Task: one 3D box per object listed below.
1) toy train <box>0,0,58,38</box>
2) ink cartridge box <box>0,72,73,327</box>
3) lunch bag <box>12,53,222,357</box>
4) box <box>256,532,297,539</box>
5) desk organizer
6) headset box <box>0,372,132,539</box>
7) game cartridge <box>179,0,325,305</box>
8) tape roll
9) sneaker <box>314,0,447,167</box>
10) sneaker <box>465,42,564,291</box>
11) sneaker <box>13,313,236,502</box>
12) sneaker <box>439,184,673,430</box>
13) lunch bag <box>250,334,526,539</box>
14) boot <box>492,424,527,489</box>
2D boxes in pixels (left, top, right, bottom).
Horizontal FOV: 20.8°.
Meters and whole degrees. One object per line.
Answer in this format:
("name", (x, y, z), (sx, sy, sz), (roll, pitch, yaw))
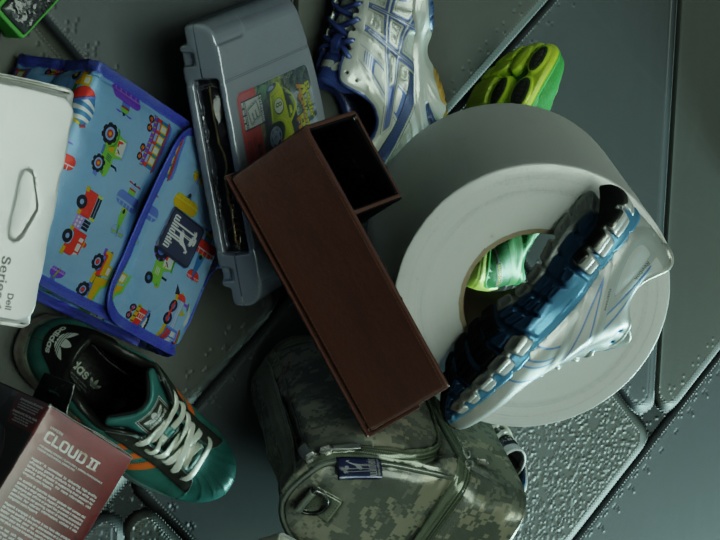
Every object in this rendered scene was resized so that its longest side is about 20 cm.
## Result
("toy train", (-0.185, -0.234, 1.329), (0.042, 0.056, 0.200), (47, 72, -28))
("ink cartridge box", (-0.265, -0.052, 1.216), (0.084, 0.200, 0.146), (11, 90, -33))
("lunch bag", (-0.166, -0.038, 1.360), (0.200, 0.094, 0.151), (30, 75, -45))
("box", (-0.097, 0.246, 1.359), (0.082, 0.200, 0.069), (33, 52, -30))
("desk organizer", (0.000, 0.000, 1.320), (0.072, 0.077, 0.201), (-23, 83, -56))
("headset box", (-0.245, 0.159, 1.287), (0.075, 0.148, 0.201), (37, 78, -30))
("game cartridge", (-0.068, -0.090, 1.399), (0.133, 0.041, 0.201), (-39, 123, -61))
("tape roll", (0.112, -0.006, 1.429), (0.201, 0.139, 0.204), (-3, 113, -6))
("sneaker", (0.005, -0.170, 1.447), (0.088, 0.075, 0.201), (-21, 106, -28))
("sneaker", (0.120, -0.081, 1.536), (0.083, 0.074, 0.201), (9, 102, -34))
("sneaker", (-0.154, 0.105, 1.377), (0.200, 0.080, 0.072), (41, 75, -30))
("sneaker", (0.138, 0.042, 1.341), (0.087, 0.075, 0.200), (37, 104, -26))
("lunch bag", (0.006, 0.141, 1.410), (0.167, 0.200, 0.140), (27, 108, -22))
("boot", (0.102, 0.127, 1.534), (0.073, 0.095, 0.201), (13, 89, -33))
